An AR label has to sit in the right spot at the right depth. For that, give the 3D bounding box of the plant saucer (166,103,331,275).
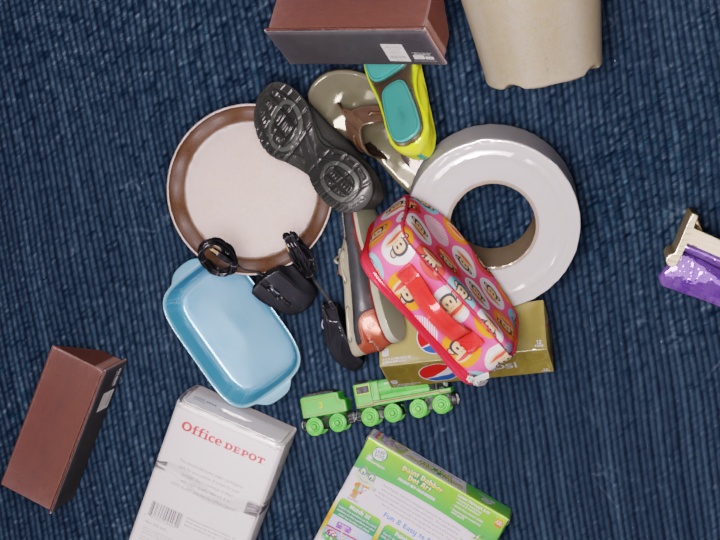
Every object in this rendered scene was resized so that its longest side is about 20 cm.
[{"bbox_3d":[-0.130,-0.096,1.712,0.198,0.034,0.203,0,92,0],"label":"plant saucer"}]

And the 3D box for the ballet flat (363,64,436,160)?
[{"bbox_3d":[0.048,-0.212,1.651,0.066,0.067,0.202,-24,59,22],"label":"ballet flat"}]

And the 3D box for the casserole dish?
[{"bbox_3d":[-0.154,0.072,1.756,0.121,0.039,0.201,-36,90,14],"label":"casserole dish"}]

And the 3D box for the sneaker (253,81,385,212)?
[{"bbox_3d":[-0.048,-0.137,1.661,0.076,0.091,0.200,-45,70,15],"label":"sneaker"}]

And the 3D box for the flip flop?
[{"bbox_3d":[0.023,-0.159,1.677,0.200,0.058,0.081,45,104,1],"label":"flip flop"}]

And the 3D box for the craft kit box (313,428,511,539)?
[{"bbox_3d":[0.052,0.329,1.757,0.199,0.049,0.199,30,105,5],"label":"craft kit box"}]

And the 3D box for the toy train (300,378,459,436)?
[{"bbox_3d":[0.021,0.158,1.738,0.198,0.042,0.057,-12,86,12],"label":"toy train"}]

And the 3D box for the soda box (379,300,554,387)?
[{"bbox_3d":[0.124,0.087,1.682,0.198,0.068,0.065,-7,62,11],"label":"soda box"}]

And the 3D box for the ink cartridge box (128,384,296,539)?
[{"bbox_3d":[-0.181,0.263,1.768,0.144,0.085,0.202,22,104,6],"label":"ink cartridge box"}]

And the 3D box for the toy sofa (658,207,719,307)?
[{"bbox_3d":[0.438,0.013,1.615,0.198,0.083,0.098,24,101,6],"label":"toy sofa"}]

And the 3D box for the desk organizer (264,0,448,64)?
[{"bbox_3d":[0.002,-0.283,1.612,0.198,0.072,0.078,4,69,26],"label":"desk organizer"}]

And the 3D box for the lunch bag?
[{"bbox_3d":[0.088,0.024,1.548,0.082,0.176,0.200,-39,102,17],"label":"lunch bag"}]

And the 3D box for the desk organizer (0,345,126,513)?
[{"bbox_3d":[-0.372,0.191,1.799,0.076,0.072,0.202,25,102,8],"label":"desk organizer"}]

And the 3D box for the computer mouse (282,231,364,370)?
[{"bbox_3d":[-0.049,0.039,1.688,0.034,0.059,0.201,-23,116,11],"label":"computer mouse"}]

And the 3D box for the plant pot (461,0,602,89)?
[{"bbox_3d":[0.186,-0.303,1.571,0.198,0.201,0.186,-8,109,11],"label":"plant pot"}]

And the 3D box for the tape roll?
[{"bbox_3d":[0.150,-0.061,1.643,0.200,0.071,0.205,2,110,4],"label":"tape roll"}]

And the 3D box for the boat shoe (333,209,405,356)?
[{"bbox_3d":[0.000,0.000,1.679,0.062,0.071,0.202,-23,68,27],"label":"boat shoe"}]

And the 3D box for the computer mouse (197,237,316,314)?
[{"bbox_3d":[-0.118,0.011,1.674,0.058,0.199,0.034,-36,53,23],"label":"computer mouse"}]
